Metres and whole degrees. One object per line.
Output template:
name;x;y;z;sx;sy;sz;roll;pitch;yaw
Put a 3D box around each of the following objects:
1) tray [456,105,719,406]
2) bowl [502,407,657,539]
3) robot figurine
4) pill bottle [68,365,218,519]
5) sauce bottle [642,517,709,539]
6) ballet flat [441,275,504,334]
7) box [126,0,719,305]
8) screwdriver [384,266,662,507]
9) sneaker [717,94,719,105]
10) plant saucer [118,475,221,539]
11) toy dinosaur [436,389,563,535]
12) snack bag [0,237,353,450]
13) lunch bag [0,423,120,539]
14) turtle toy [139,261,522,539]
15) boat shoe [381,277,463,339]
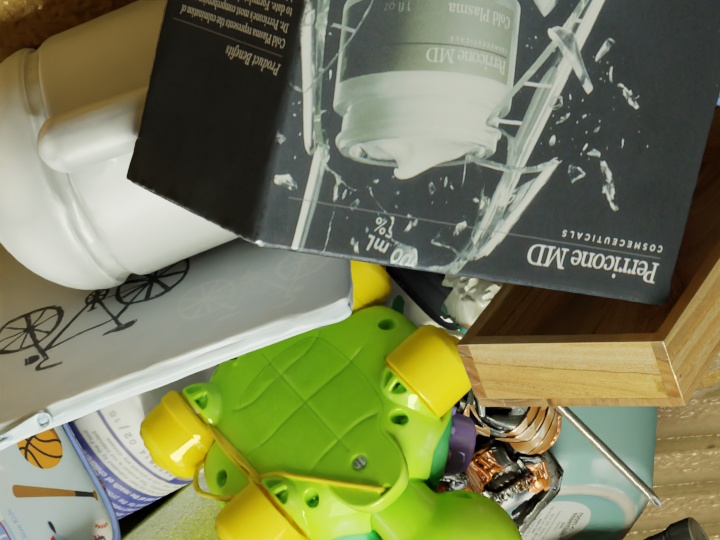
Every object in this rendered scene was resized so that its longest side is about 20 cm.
tray;0.132;-0.010;1.008;0.099;0.200;0.037;-2;122;35
bowl;0.092;0.115;1.355;0.201;0.105;0.201;-10;147;-7
robot figurine;-0.088;-0.062;1.013;0.200;0.113;0.170;-21;175;8
pill bottle;-0.173;0.087;1.191;0.200;0.120;0.120;-29;144;19
sauce bottle;0.110;0.199;1.334;0.200;0.065;0.065;-28;145;18
ballet flat;0.119;-0.009;1.115;0.200;0.072;0.072;-5;149;-43
box;0.036;-0.104;0.908;0.200;0.124;0.197;8;101;-32
screwdriver;0.078;0.051;1.133;0.200;0.028;0.029;47;142;-15
sneaker;0.181;-0.108;1.034;0.082;0.074;0.200;-23;-179;38
plant saucer;-0.125;0.145;1.237;0.200;0.048;0.200;-39;-165;-22
toy dinosaur;0.063;0.070;1.249;0.136;0.200;0.102;34;167;-11
snack bag;-0.084;0.001;1.047;0.188;0.200;0.021;-21;119;8
lunch bag;-0.208;0.092;1.052;0.076;0.200;0.160;-39;170;38
turtle toy;-0.001;0.090;1.079;0.146;0.200;0.101;-42;139;-2
boat shoe;0.000;0.000;1.164;0.200;0.068;0.072;14;113;-6
